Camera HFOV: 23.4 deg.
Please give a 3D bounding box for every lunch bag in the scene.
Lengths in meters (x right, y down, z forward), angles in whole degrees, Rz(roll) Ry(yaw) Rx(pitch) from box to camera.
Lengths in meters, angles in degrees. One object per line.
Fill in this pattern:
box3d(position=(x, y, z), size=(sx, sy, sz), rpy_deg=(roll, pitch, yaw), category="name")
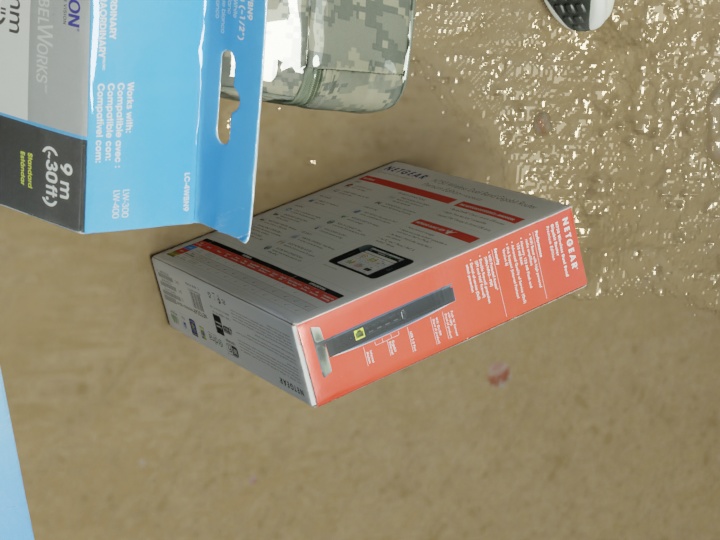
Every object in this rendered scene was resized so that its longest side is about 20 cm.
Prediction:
box3d(position=(-0.067, -0.190, 0.953), size=(0.166, 0.139, 0.202), rpy_deg=(0, 101, -28), category="lunch bag")

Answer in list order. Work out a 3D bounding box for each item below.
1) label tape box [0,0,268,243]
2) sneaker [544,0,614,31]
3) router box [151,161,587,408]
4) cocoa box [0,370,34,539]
box3d(position=(-0.144, -0.101, 0.883), size=(0.066, 0.199, 0.144), rpy_deg=(-20, 122, -50), category="label tape box")
box3d(position=(0.148, -0.254, 1.102), size=(0.081, 0.075, 0.202), rpy_deg=(-15, 109, -35), category="sneaker")
box3d(position=(0.000, 0.000, 0.998), size=(0.178, 0.200, 0.049), rpy_deg=(-22, 110, -23), category="router box")
box3d(position=(-0.263, 0.064, 0.905), size=(0.130, 0.133, 0.202), rpy_deg=(-16, 108, -25), category="cocoa box")
